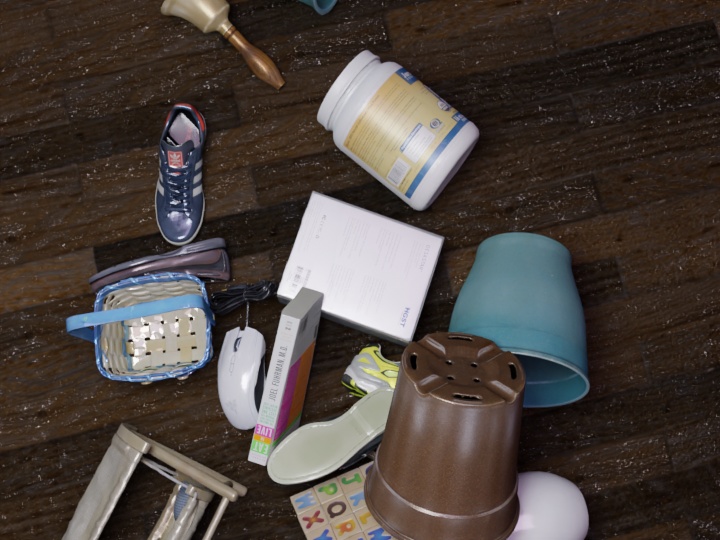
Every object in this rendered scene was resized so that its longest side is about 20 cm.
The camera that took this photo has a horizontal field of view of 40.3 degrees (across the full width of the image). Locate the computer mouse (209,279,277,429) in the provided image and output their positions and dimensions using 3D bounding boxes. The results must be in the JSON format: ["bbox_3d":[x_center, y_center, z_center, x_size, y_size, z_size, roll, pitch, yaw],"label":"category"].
[{"bbox_3d":[-0.164,0.116,1.353,0.108,0.044,0.204,-6,80,26],"label":"computer mouse"}]

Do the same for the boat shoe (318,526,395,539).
[{"bbox_3d":[0.032,0.360,1.209,0.196,0.069,0.057,-3,124,11],"label":"boat shoe"}]

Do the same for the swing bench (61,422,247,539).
[{"bbox_3d":[-0.283,0.333,1.285,0.198,0.130,0.201,26,81,3],"label":"swing bench"}]

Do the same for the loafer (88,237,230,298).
[{"bbox_3d":[-0.278,0.009,1.373,0.197,0.072,0.064,-17,85,-8],"label":"loafer"}]

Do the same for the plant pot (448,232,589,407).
[{"bbox_3d":[0.212,0.061,1.326,0.196,0.201,0.191,9,65,0],"label":"plant pot"}]

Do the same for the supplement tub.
[{"bbox_3d":[0.052,-0.198,1.379,0.199,0.145,0.145,39,81,4],"label":"supplement tub"}]

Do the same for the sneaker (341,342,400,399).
[{"bbox_3d":[0.075,0.169,1.354,0.198,0.075,0.077,30,71,-2],"label":"sneaker"}]

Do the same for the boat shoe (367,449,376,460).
[{"bbox_3d":[0.065,0.250,1.342,0.197,0.065,0.073,26,80,3],"label":"boat shoe"}]

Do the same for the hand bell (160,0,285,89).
[{"bbox_3d":[-0.186,-0.342,1.437,0.104,0.104,0.200,-45,96,-8],"label":"hand bell"}]

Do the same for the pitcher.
[{"bbox_3d":[0.190,0.350,1.308,0.197,0.173,0.122,-5,49,-20],"label":"pitcher"}]

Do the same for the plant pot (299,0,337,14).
[{"bbox_3d":[-0.118,-0.496,1.411,0.193,0.200,0.203,19,80,10],"label":"plant pot"}]

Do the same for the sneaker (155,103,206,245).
[{"bbox_3d":[-0.258,-0.140,1.389,0.073,0.085,0.204,0,80,-2],"label":"sneaker"}]

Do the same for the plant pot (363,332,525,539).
[{"bbox_3d":[0.112,0.197,1.182,0.196,0.201,0.201,7,119,-1],"label":"plant pot"}]

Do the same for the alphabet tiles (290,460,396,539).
[{"bbox_3d":[0.018,0.317,1.215,0.165,0.200,0.008,-20,126,-12],"label":"alphabet tiles"}]

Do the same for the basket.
[{"bbox_3d":[-0.271,0.073,1.289,0.173,0.200,0.142,-9,72,4],"label":"basket"}]

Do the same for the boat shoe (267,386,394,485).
[{"bbox_3d":[-0.028,0.225,1.280,0.198,0.066,0.075,-34,61,-15],"label":"boat shoe"}]

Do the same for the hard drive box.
[{"bbox_3d":[0.000,0.000,1.377,0.197,0.077,0.158,20,80,2],"label":"hard drive box"}]

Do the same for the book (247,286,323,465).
[{"bbox_3d":[-0.096,0.136,1.285,0.047,0.134,0.203,16,105,6],"label":"book"}]
